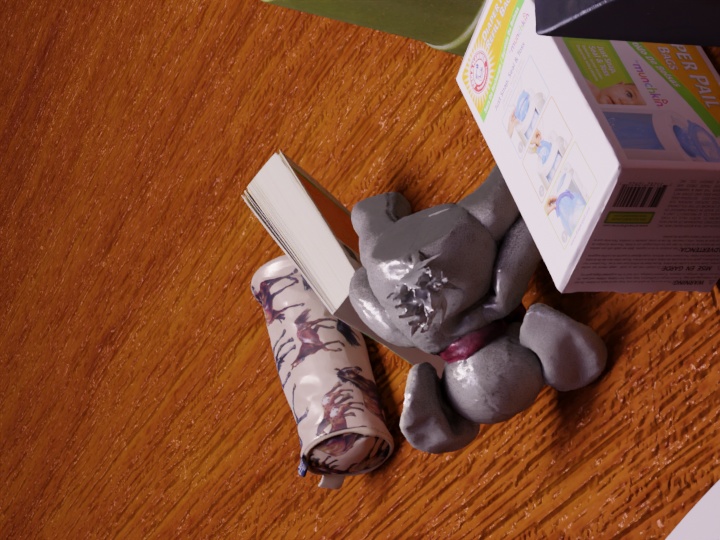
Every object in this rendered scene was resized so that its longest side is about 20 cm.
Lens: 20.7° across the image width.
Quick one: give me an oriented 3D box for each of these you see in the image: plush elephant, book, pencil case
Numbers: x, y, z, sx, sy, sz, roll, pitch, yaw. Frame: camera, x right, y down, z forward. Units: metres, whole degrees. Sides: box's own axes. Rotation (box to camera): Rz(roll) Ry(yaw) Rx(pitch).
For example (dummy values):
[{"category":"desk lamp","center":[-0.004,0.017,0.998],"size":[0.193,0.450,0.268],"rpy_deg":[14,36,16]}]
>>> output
[{"category":"plush elephant","center":[0.080,0.032,1.337],"size":[0.155,0.164,0.200],"rpy_deg":[62,-158,-22]},{"category":"book","center":[0.000,0.000,1.511],"size":[0.048,0.134,0.200],"rpy_deg":[-49,35,9]},{"category":"pencil case","center":[-0.035,0.078,1.637],"size":[0.089,0.078,0.200],"rpy_deg":[-46,47,36]}]

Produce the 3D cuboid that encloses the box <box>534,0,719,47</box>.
[{"category":"box","center":[0.193,-0.225,1.019],"size":[0.117,0.196,0.200],"rpy_deg":[160,108,-64]}]

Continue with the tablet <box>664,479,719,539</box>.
[{"category":"tablet","center":[0.229,0.225,1.143],"size":[0.130,0.014,0.200],"rpy_deg":[120,143,-46]}]

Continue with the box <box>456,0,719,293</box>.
[{"category":"box","center":[0.151,-0.091,1.203],"size":[0.200,0.112,0.101],"rpy_deg":[-112,32,-41]}]

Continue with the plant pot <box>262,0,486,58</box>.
[{"category":"plant pot","center":[0.020,-0.246,1.401],"size":[0.200,0.190,0.201],"rpy_deg":[-178,90,-65]}]
